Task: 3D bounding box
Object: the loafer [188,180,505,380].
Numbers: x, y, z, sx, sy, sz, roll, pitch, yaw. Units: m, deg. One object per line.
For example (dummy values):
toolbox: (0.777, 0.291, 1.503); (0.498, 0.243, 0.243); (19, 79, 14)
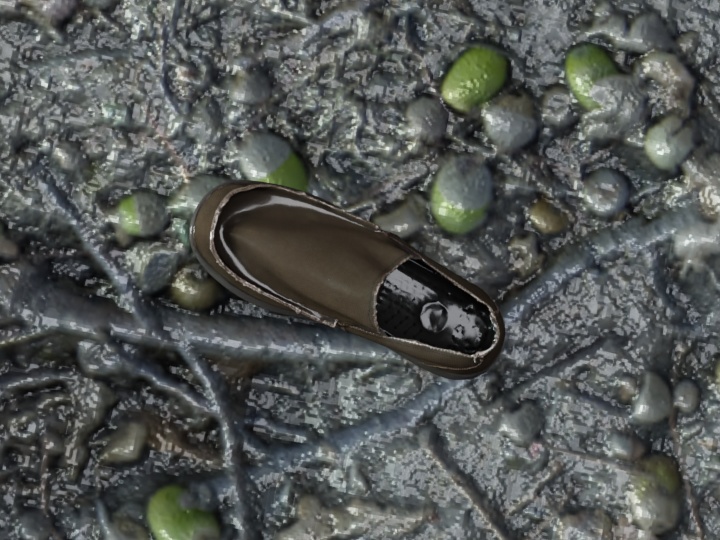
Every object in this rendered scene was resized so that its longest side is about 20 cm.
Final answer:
loafer: (0.000, 0.000, 0.971); (0.199, 0.071, 0.073); (21, 80, -10)
